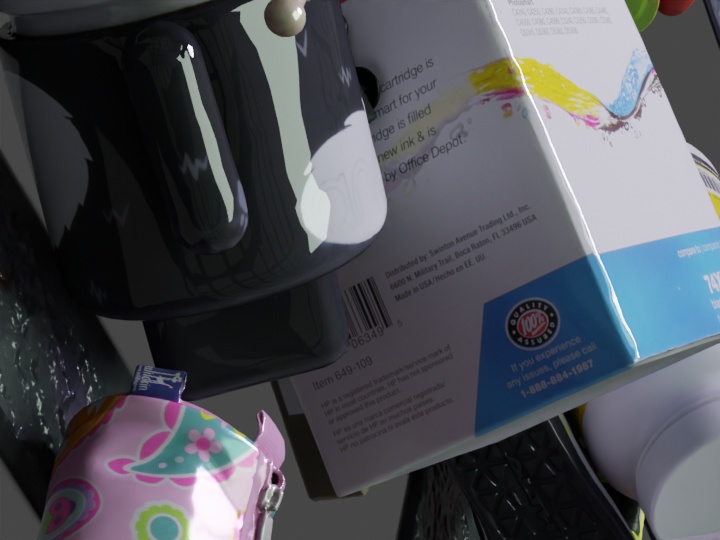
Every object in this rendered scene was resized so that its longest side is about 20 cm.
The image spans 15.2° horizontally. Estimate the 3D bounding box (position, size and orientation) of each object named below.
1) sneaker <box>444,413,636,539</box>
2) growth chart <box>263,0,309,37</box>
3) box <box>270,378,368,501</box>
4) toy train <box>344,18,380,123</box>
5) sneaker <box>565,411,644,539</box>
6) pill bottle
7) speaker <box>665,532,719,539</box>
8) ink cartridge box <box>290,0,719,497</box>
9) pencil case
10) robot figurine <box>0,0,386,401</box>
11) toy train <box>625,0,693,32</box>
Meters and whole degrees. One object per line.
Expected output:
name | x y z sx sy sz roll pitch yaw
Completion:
sneaker | 0.085 0.107 1.232 0.083 0.071 0.201 -29 97 -82
growth chart | -0.085 -0.162 0.898 0.145 0.199 0.018 -61 177 -48
box | 0.000 0.000 1.220 0.200 0.032 0.122 -62 138 -59
toy train | -0.054 -0.134 1.042 0.034 0.046 0.201 -15 73 -50
sneaker | 0.103 0.090 1.341 0.077 0.075 0.201 65 10 -46
pill bottle | 0.145 0.036 1.250 0.200 0.112 0.113 -108 172 -48
speaker | 0.074 0.159 1.117 0.081 0.199 0.082 32 53 -56
ink cartridge box | 0.041 -0.036 1.097 0.146 0.146 0.201 -11 77 -61
pencil case | -0.076 0.136 0.900 0.088 0.087 0.201 58 32 -45
robot figurine | -0.063 -0.058 0.958 0.125 0.150 0.201 -27 111 -39
toy train | 0.122 -0.143 1.232 0.084 0.200 0.116 34 20 -6
